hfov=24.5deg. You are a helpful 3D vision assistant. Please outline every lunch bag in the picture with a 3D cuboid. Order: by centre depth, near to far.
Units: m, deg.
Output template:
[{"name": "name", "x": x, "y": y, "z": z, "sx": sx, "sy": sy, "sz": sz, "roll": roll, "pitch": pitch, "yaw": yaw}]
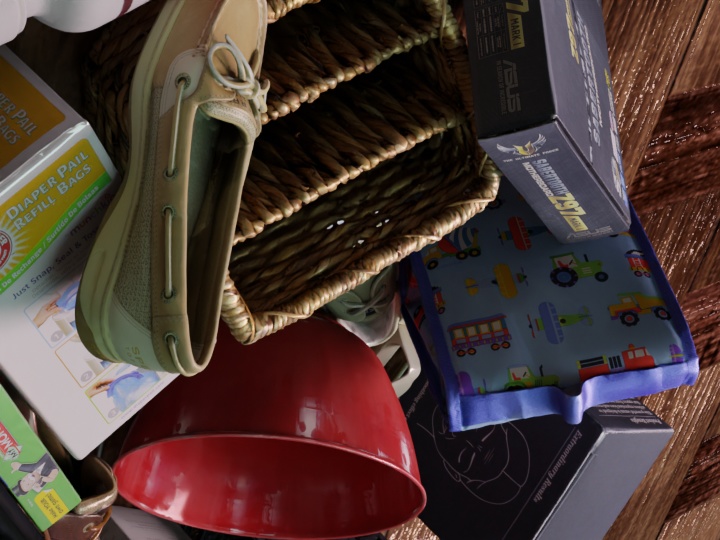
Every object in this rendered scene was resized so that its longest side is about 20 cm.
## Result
[{"name": "lunch bag", "x": 0.110, "y": 0.024, "z": 1.019, "sx": 0.150, "sy": 0.200, "sz": 0.094, "roll": -8, "pitch": 122, "yaw": -5}]

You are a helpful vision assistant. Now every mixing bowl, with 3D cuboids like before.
[{"name": "mixing bowl", "x": -0.054, "y": 0.092, "z": 1.058, "sx": 0.200, "sy": 0.199, "sz": 0.109, "roll": 54, "pitch": 36, "yaw": -57}]

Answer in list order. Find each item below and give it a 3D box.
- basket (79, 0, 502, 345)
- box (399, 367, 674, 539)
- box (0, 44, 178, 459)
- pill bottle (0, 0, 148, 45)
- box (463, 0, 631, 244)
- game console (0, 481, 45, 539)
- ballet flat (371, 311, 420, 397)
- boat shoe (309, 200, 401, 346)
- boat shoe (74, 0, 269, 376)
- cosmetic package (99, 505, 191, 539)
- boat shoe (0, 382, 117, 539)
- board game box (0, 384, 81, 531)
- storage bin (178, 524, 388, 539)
[{"name": "basket", "x": -0.031, "y": -0.087, "z": 0.900, "sx": 0.200, "sy": 0.149, "sz": 0.143, "roll": -28, "pitch": 143, "yaw": -27}, {"name": "box", "x": 0.099, "y": 0.114, "z": 1.216, "sx": 0.107, "sy": 0.200, "sz": 0.149, "roll": 7, "pitch": 120, "yaw": -52}, {"name": "box", "x": -0.171, "y": -0.013, "z": 0.845, "sx": 0.101, "sy": 0.112, "sz": 0.200, "roll": -41, "pitch": 146, "yaw": -13}, {"name": "pill bottle", "x": -0.108, "y": -0.178, "z": 0.744, "sx": 0.200, "sy": 0.113, "sz": 0.113, "roll": -33, "pitch": 145, "yaw": -23}, {"name": "box", "x": 0.107, "y": -0.136, "z": 0.980, "sx": 0.051, "sy": 0.201, "sz": 0.158, "roll": -14, "pitch": 154, "yaw": 21}, {"name": "game console", "x": -0.223, "y": 0.072, "z": 0.813, "sx": 0.031, "sy": 0.177, "sz": 0.200, "roll": -40, "pitch": 147, "yaw": -15}, {"name": "ballet flat", "x": 0.039, "y": 0.038, "z": 1.160, "sx": 0.067, "sy": 0.062, "sz": 0.200, "roll": 12, "pitch": 126, "yaw": -40}, {"name": "boat shoe", "x": 0.000, "y": 0.000, "z": 1.050, "sx": 0.072, "sy": 0.062, "sz": 0.200, "roll": -23, "pitch": 165, "yaw": 2}, {"name": "boat shoe", "x": -0.074, "y": -0.050, "z": 0.783, "sx": 0.073, "sy": 0.063, "sz": 0.201, "roll": 40, "pitch": 64, "yaw": -58}, {"name": "cosmetic package", "x": -0.126, "y": 0.261, "z": 1.106, "sx": 0.113, "sy": 0.200, "sz": 0.081, "roll": -54, "pitch": 147, "yaw": 11}, {"name": "boat shoe", "x": -0.179, "y": 0.141, "z": 0.990, "sx": 0.072, "sy": 0.072, "sz": 0.201, "roll": -11, "pitch": 126, "yaw": 12}, {"name": "board game box", "x": -0.216, "y": 0.036, "z": 0.824, "sx": 0.029, "sy": 0.135, "sz": 0.200, "roll": -38, "pitch": 146, "yaw": -15}, {"name": "storage bin", "x": -0.041, "y": 0.242, "z": 1.184, "sx": 0.094, "sy": 0.200, "sz": 0.136, "roll": -14, "pitch": 135, "yaw": -42}]
